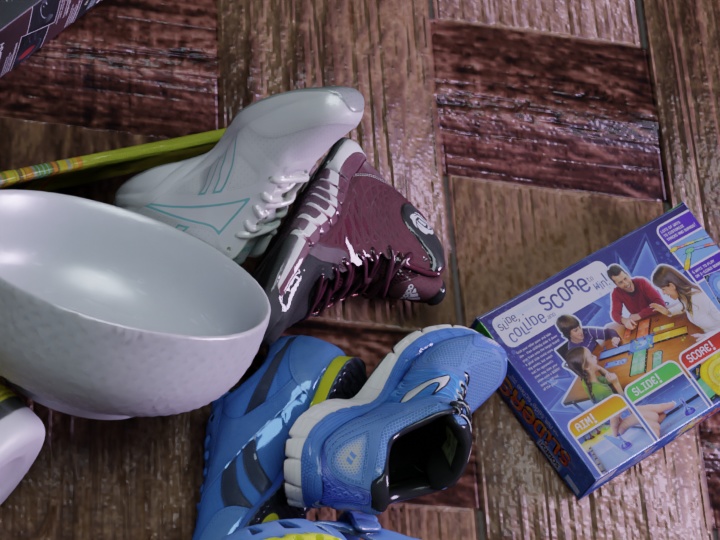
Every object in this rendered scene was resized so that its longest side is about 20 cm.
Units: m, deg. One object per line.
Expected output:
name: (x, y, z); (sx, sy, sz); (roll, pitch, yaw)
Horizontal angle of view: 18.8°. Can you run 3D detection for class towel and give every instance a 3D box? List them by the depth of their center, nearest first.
towel: (-0.166, -0.064, 1.391); (0.199, 0.086, 0.018); (-14, 91, -26)

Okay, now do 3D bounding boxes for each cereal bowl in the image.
cereal bowl: (-0.158, 0.030, 1.277); (0.198, 0.084, 0.200); (17, 17, -5)

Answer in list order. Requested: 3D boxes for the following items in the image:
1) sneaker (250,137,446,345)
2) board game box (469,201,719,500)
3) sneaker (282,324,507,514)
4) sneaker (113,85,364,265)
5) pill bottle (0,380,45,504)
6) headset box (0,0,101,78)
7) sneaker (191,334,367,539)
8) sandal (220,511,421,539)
sneaker: (0.000, 0.000, 1.399); (0.115, 0.076, 0.200); (35, 40, -6)
board game box: (0.184, 0.051, 1.473); (0.199, 0.035, 0.136); (-27, 72, -30)
sneaker: (0.039, 0.099, 1.339); (0.089, 0.079, 0.200); (16, 33, 30)
sneaker: (-0.068, -0.050, 1.365); (0.070, 0.200, 0.081); (2, 63, -52)
pill bottle: (-0.288, 0.065, 1.254); (0.200, 0.113, 0.112); (42, 57, 8)
headset box: (-0.236, -0.235, 1.467); (0.148, 0.075, 0.200); (41, 57, 6)
sneaker: (-0.070, 0.125, 1.334); (0.078, 0.066, 0.201); (16, 59, 22)
sandal: (-0.026, 0.178, 1.274); (0.087, 0.080, 0.199); (26, 7, 37)
